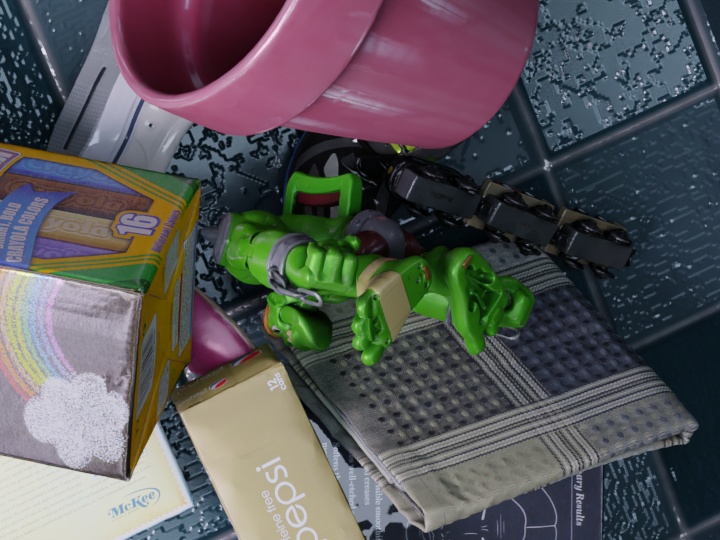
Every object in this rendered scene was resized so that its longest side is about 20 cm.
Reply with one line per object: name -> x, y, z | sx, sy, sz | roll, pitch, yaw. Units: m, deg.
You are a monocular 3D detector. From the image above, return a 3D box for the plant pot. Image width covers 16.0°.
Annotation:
plant pot -> -0.009, -0.154, 1.385 | 0.178, 0.200, 0.201 | 21, 92, -36

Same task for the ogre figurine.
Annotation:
ogre figurine -> 0.000, 0.000, 1.415 | 0.199, 0.119, 0.099 | -19, 118, -46

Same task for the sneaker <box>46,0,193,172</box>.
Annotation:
sneaker -> -0.111, -0.129, 1.490 | 0.071, 0.073, 0.201 | 29, 90, -38

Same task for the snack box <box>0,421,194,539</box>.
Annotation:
snack box -> -0.210, 0.126, 1.506 | 0.199, 0.037, 0.117 | -25, 99, -8

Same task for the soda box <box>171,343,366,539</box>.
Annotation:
soda box -> -0.034, 0.146, 1.420 | 0.064, 0.068, 0.201 | -26, 100, -5

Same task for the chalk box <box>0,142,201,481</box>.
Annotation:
chalk box -> -0.198, 0.013, 1.376 | 0.199, 0.124, 0.125 | 12, 123, 8

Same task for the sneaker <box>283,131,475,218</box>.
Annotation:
sneaker -> 0.023, -0.088, 1.505 | 0.071, 0.083, 0.200 | 37, 91, -14

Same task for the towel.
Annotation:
towel -> 0.063, 0.063, 1.467 | 0.199, 0.193, 0.035 | -15, 136, -28

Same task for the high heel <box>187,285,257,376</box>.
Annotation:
high heel -> -0.143, 0.036, 1.469 | 0.200, 0.067, 0.096 | 36, 77, 15

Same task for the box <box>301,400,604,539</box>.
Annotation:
box -> 0.038, 0.144, 1.522 | 0.198, 0.107, 0.150 | -1, 97, -10

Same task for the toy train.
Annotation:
toy train -> 0.089, -0.032, 1.512 | 0.199, 0.046, 0.034 | 17, 105, -41
